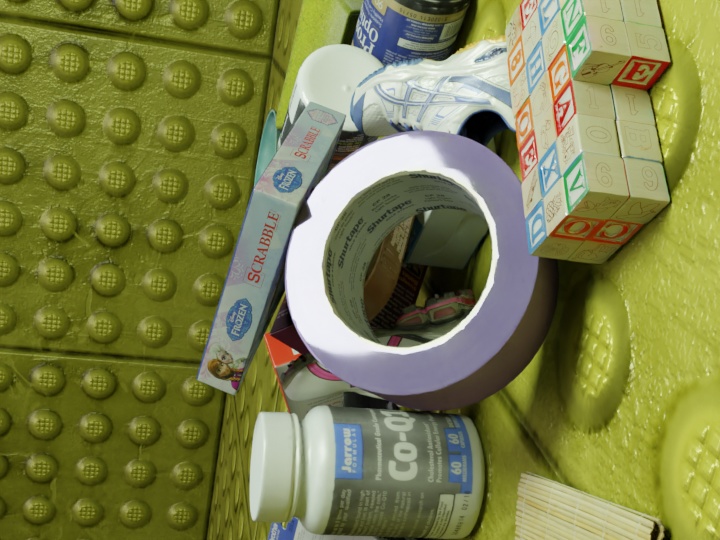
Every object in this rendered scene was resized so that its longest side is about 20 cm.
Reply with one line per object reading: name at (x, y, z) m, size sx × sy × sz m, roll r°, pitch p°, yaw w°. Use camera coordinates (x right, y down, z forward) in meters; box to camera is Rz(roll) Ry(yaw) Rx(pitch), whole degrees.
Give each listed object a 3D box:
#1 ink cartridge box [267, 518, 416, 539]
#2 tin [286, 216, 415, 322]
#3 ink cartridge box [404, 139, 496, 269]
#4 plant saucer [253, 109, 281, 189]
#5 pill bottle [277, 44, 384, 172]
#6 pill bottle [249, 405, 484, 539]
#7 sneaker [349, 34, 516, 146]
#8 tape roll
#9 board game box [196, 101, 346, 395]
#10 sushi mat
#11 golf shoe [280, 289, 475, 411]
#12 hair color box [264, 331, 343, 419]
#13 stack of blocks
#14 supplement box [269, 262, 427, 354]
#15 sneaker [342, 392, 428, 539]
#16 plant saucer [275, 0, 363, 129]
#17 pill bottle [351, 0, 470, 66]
ink cartridge box at (-0.004, 0.285, 0.928) m, size 0.199 × 0.042 × 0.120 m, roll 32°, pitch 126°, yaw 26°
tin at (-0.003, -0.028, 0.856) m, size 0.111 × 0.042 × 0.202 m, roll -19°, pitch 43°, yaw 44°
ink cartridge box at (0.081, -0.118, 0.927) m, size 0.116 × 0.067 × 0.202 m, roll 115°, pitch 157°, yaw -53°
plant saucer at (-0.112, -0.107, 1.219) m, size 0.200 × 0.036 × 0.203 m, roll -173°, pitch 90°, yaw -77°
pill bottle at (-0.036, -0.153, 1.040) m, size 0.200 × 0.105 × 0.107 m, roll 122°, pitch 151°, yaw -64°
pill bottle at (0.002, 0.182, 0.845) m, size 0.114 × 0.198 × 0.115 m, roll -175°, pitch 90°, yaw -77°
sneaker at (0.068, -0.137, 0.814) m, size 0.199 × 0.075 × 0.089 m, roll -10°, pitch 75°, yaw 41°
tape roll at (0.048, 0.002, 0.715) m, size 0.085 × 0.198 × 0.202 m, roll 37°, pitch -129°, yaw -63°
board game box at (-0.078, -0.026, 0.842) m, size 0.200 × 0.041 × 0.201 m, roll -70°, pitch 2°, yaw -59°
sushi mat at (0.147, 0.198, 0.628) m, size 0.200 × 0.012 × 0.097 m, roll 164°, pitch 110°, yaw -76°
golf shoe at (0.022, 0.089, 0.842) m, size 0.073 × 0.198 × 0.093 m, roll 4°, pitch -114°, yaw -75°
hair color box at (-0.040, 0.147, 1.103) m, size 0.061 × 0.100 × 0.201 m, roll -117°, pitch 12°, yaw -50°
stack of blocks at (0.154, -0.121, 0.635) m, size 0.115 × 0.058 × 0.202 m, roll 120°, pitch 153°, yaw -59°
supplement box at (0.000, 0.000, 0.971) m, size 0.085 × 0.110 × 0.202 m, roll -24°, pitch 39°, yaw 53°
sneaker at (0.038, 0.216, 0.997) m, size 0.086 × 0.079 × 0.202 m, roll 43°, pitch -141°, yaw -67°
plant saucer at (0.002, -0.263, 1.143) m, size 0.048 × 0.199 × 0.202 m, roll 38°, pitch 126°, yaw 31°
pill bottle at (0.046, -0.252, 1.042) m, size 0.201 × 0.110 × 0.113 m, roll 111°, pitch 160°, yaw -48°
